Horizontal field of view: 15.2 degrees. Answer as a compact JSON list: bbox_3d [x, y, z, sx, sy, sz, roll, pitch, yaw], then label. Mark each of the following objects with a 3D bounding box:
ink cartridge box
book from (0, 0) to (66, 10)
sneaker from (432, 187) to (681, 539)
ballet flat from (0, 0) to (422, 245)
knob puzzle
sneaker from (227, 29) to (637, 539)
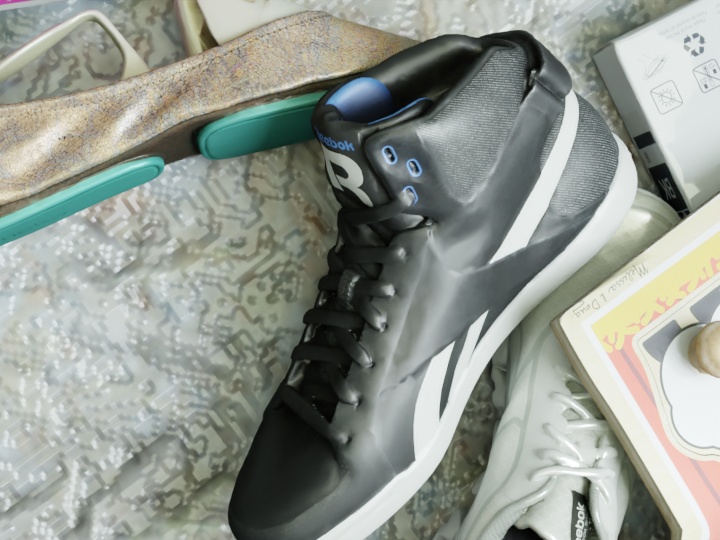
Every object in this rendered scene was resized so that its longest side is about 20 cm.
[{"bbox_3d":[0.173,-0.014,0.996,0.099,0.039,0.201,-25,89,-9],"label":"ink cartridge box"},{"bbox_3d":[-0.097,-0.129,0.905,0.199,0.134,0.048,-10,71,-15],"label":"book"},{"bbox_3d":[0.074,0.065,0.957,0.075,0.081,0.201,21,83,-5],"label":"sneaker"},{"bbox_3d":[-0.069,-0.066,0.951,0.199,0.068,0.068,-19,83,-11],"label":"ballet flat"},{"bbox_3d":[0.189,0.051,0.946,0.218,0.030,0.221,3,80,-18],"label":"knob puzzle"},{"bbox_3d":[0.000,0.000,0.929,0.200,0.073,0.112,-51,130,-9],"label":"sneaker"}]
